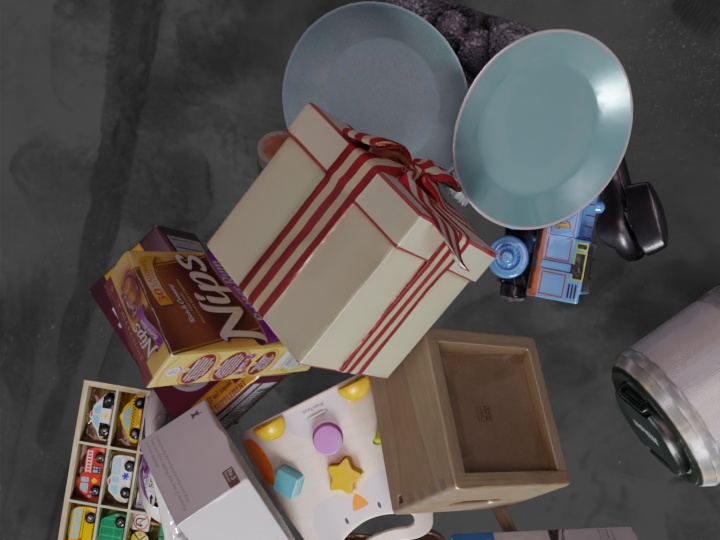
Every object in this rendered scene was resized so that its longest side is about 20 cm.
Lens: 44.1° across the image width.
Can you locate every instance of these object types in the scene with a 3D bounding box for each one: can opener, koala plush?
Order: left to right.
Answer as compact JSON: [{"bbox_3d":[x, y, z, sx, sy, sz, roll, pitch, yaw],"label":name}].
[{"bbox_3d":[0.098,-0.184,0.972,0.175,0.184,0.202,22,107,11],"label":"koala plush"},{"bbox_3d":[0.286,-0.107,0.998,0.078,0.063,0.203,-21,75,26],"label":"can opener"}]

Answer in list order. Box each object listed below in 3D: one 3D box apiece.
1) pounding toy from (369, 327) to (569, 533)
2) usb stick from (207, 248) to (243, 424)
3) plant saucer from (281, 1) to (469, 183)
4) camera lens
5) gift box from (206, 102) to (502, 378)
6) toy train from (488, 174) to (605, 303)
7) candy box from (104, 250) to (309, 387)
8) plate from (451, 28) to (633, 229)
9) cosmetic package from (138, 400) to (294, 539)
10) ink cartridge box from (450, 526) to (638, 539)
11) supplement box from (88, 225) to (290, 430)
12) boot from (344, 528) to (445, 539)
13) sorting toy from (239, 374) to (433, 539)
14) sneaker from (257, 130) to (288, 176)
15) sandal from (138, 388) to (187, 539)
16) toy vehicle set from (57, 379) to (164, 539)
[{"bbox_3d":[0.116,0.177,0.922,0.198,0.142,0.186,8,61,-35],"label":"pounding toy"},{"bbox_3d":[-0.152,0.070,1.001,0.055,0.033,0.203,3,86,7],"label":"usb stick"},{"bbox_3d":[0.018,-0.170,0.901,0.198,0.039,0.204,7,114,17],"label":"plant saucer"},{"bbox_3d":[0.377,0.112,0.926,0.199,0.160,0.161,-34,86,-2],"label":"camera lens"},{"bbox_3d":[0.011,-0.019,0.803,0.200,0.184,0.187,45,104,25],"label":"gift box"},{"bbox_3d":[0.206,-0.060,0.967,0.113,0.087,0.203,11,93,16],"label":"toy train"},{"bbox_3d":[-0.132,0.043,0.855,0.057,0.199,0.117,-48,60,33],"label":"candy box"},{"bbox_3d":[0.178,-0.138,0.878,0.197,0.026,0.203,-8,117,-15],"label":"plate"},{"bbox_3d":[-0.134,0.238,0.890,0.081,0.201,0.113,-32,46,-10],"label":"cosmetic package"},{"bbox_3d":[0.196,0.355,0.927,0.197,0.084,0.147,-3,108,0],"label":"ink cartridge box"},{"bbox_3d":[-0.182,0.065,0.949,0.110,0.086,0.201,-41,75,11],"label":"supplement box"},{"bbox_3d":[0.000,0.326,0.959,0.197,0.075,0.075,-14,89,2],"label":"boot"},{"bbox_3d":[-0.012,0.217,0.947,0.198,0.107,0.182,-26,83,-1],"label":"sorting toy"},{"bbox_3d":[-0.020,-0.091,0.988,0.198,0.080,0.072,20,57,10],"label":"sneaker"},{"bbox_3d":[-0.211,0.226,0.943,0.049,0.082,0.206,-8,92,12],"label":"sandal"},{"bbox_3d":[-0.262,0.232,0.993,0.122,0.027,0.203,8,86,1],"label":"toy vehicle set"}]
